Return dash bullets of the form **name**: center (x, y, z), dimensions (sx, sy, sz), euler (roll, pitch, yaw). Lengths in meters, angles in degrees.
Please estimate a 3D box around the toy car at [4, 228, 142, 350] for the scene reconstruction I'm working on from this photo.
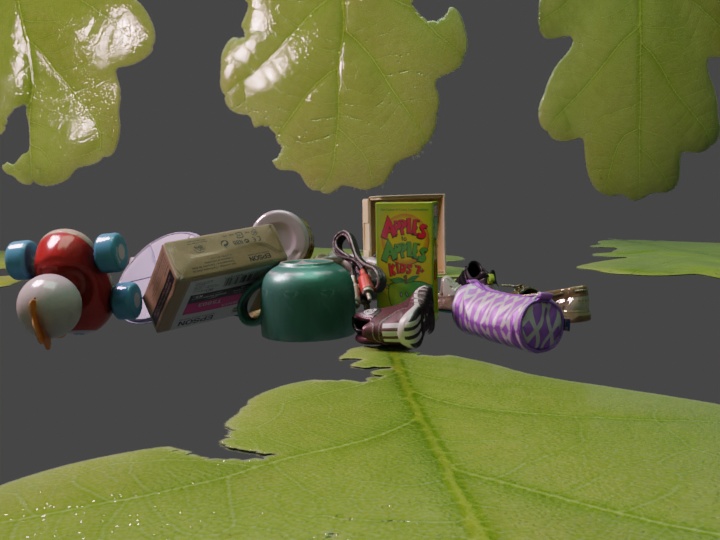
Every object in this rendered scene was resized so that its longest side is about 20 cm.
- **toy car**: center (-0.461, 0.056, 1.319), dimensions (0.181, 0.179, 0.201), euler (-3, 34, 7)

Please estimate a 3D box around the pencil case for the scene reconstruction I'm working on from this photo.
- **pencil case**: center (0.211, 0.065, 1.257), dimensions (0.083, 0.087, 0.199), euler (-5, 6, -27)

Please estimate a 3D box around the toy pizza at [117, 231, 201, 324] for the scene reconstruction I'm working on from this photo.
- **toy pizza**: center (-0.352, 0.016, 1.547), dimensions (0.197, 0.202, 0.032), euler (3, -35, 32)

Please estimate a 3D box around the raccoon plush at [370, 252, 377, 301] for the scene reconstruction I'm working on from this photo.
- **raccoon plush**: center (0.001, 0.036, 1.755), dimensions (0.133, 0.098, 0.199), euler (-27, -6, -47)

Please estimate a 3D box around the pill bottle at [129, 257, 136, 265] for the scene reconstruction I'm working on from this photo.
- **pill bottle**: center (-0.385, 0.002, 1.822), dimensions (0.197, 0.113, 0.110), euler (-4, 7, -25)

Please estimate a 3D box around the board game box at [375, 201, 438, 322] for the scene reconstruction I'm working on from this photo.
- **board game box**: center (0.080, -0.015, 1.469), dimensions (0.100, 0.204, 0.048), euler (1, 6, 17)

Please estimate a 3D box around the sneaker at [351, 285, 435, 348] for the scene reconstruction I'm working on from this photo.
- **sneaker**: center (0.048, 0.068, 1.311), dimensions (0.113, 0.077, 0.200), euler (-3, 6, 15)

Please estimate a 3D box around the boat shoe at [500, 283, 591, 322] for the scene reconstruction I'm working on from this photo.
- **boat shoe**: center (0.309, 0.050, 1.487), dimensions (0.198, 0.064, 0.073), euler (4, 8, 44)

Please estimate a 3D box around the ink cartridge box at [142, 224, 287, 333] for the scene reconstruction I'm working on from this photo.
- **ink cartridge box**: center (-0.238, 0.013, 1.404), dimensions (0.198, 0.076, 0.165), euler (-13, -28, -33)

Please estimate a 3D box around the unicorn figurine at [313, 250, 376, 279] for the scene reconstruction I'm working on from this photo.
- **unicorn figurine**: center (0.000, 0.000, 1.609), dimensions (0.198, 0.075, 0.137), euler (26, 14, 7)

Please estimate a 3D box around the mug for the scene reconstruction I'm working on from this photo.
- **mug**: center (-0.098, 0.043, 1.358), dimensions (0.182, 0.117, 0.152), euler (-2, 6, -15)

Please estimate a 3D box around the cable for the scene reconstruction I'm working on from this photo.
- **cable**: center (-0.011, -0.008, 1.478), dimensions (0.050, 0.202, 0.097), euler (16, -49, -36)

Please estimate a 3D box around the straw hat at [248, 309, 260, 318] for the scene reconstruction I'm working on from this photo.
- **straw hat**: center (-0.111, 0.039, 1.545), dimensions (0.197, 0.087, 0.201), euler (-1, 6, 0)

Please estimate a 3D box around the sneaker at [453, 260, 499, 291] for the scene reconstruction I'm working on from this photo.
- **sneaker**: center (0.224, 0.021, 1.678), dimensions (0.070, 0.084, 0.200), euler (-2, 6, -17)

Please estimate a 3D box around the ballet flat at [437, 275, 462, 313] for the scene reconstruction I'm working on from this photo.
- **ballet flat**: center (0.134, 0.043, 1.557), dimensions (0.196, 0.069, 0.068), euler (1, 6, 16)

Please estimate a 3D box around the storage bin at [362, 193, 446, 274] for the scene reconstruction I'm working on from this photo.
- **storage bin**: center (0.110, -0.090, 2.191), dimensions (0.195, 0.204, 0.093), euler (-3, 5, -21)

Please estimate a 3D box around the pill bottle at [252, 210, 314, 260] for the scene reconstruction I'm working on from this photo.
- **pill bottle**: center (-0.147, -0.054, 1.664), dimensions (0.112, 0.117, 0.200), euler (-1, 0, 1)
